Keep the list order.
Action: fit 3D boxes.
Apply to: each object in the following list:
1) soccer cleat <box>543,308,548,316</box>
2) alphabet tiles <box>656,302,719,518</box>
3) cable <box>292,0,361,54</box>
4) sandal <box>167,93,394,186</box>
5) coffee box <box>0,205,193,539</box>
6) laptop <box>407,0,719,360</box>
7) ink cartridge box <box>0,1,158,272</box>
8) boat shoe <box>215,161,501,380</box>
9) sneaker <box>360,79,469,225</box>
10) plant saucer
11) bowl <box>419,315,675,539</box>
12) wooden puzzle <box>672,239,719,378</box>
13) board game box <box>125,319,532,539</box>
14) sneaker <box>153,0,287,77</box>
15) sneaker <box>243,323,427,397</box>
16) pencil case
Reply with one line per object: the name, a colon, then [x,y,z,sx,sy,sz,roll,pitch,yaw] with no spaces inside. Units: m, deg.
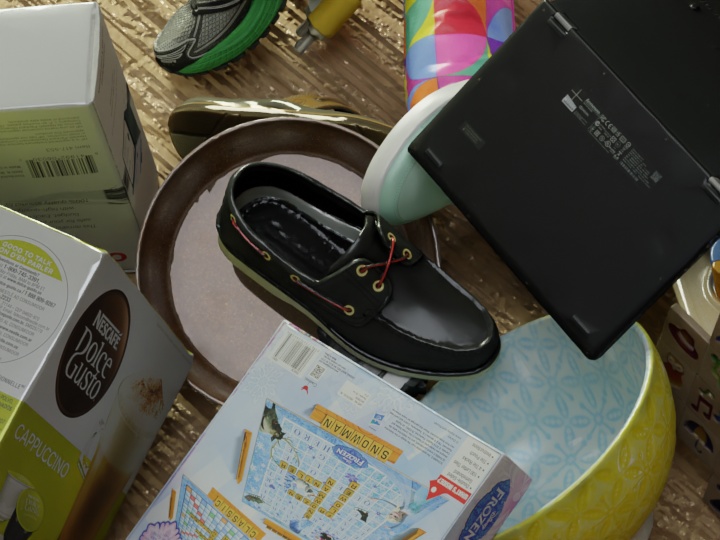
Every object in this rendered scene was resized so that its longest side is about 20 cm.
soccer cleat: [0.139,-0.043,1.506,0.077,0.069,0.200,6,56,16]
alphabet tiles: [0.243,0.115,1.350,0.008,0.167,0.200,-30,61,-24]
cable: [0.018,-0.237,1.584,0.200,0.050,0.097,-32,44,26]
sandal: [-0.034,-0.088,1.553,0.200,0.080,0.054,13,41,19]
coffee box: [-0.251,0.069,1.384,0.200,0.200,0.198,22,75,19]
laptop: [0.173,-0.074,1.397,0.200,0.116,0.187,-46,64,14]
ink cartridge box: [-0.223,-0.081,1.495,0.146,0.200,0.086,-3,61,6]
boat shoe: [-0.001,0.002,1.418,0.201,0.063,0.074,31,61,12]
sneaker: [0.104,-0.070,1.440,0.200,0.074,0.118,-31,50,-19]
plant saucer: [-0.047,0.000,1.496,0.200,0.034,0.201,0,82,1]
bowl: [0.116,0.130,1.378,0.200,0.108,0.200,-30,27,17]
wooden puzzle: [0.279,-0.035,1.419,0.185,0.046,0.200,-15,48,3]
board game box: [-0.031,0.153,1.320,0.200,0.041,0.200,30,81,43]
sneaker: [-0.087,-0.224,1.582,0.200,0.085,0.078,-54,35,17]
sneaker: [-0.054,0.111,1.434,0.090,0.066,0.200,43,82,10]
pencil case: [0.071,-0.170,1.570,0.088,0.088,0.200,-2,64,7]
